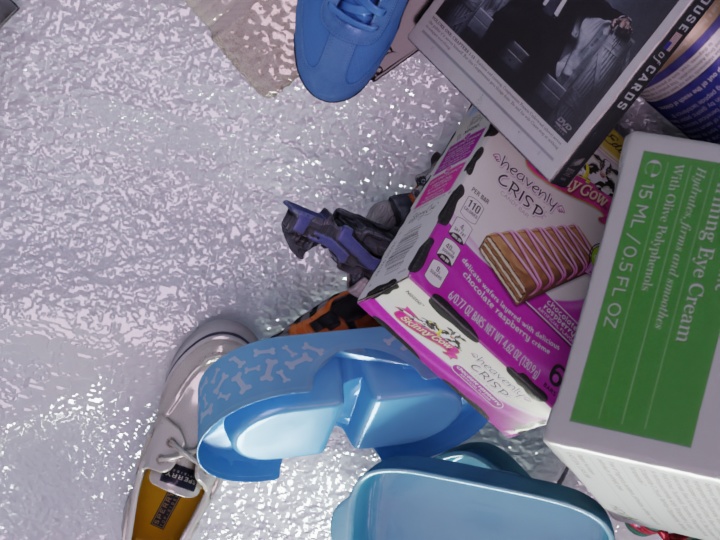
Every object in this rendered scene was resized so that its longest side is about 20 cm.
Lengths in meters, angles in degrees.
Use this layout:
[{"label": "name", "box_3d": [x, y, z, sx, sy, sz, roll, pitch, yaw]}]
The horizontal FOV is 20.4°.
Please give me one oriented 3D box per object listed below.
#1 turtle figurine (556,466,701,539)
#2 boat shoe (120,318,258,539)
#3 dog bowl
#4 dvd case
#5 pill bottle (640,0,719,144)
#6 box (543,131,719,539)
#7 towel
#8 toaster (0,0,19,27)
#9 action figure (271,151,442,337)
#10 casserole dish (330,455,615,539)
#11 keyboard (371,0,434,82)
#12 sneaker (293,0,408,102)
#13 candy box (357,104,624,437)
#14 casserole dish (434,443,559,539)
[{"label": "turtle figurine", "box_3d": [0.218, 0.124, 1.368, 0.150, 0.101, 0.200, 44, 114, 27]}, {"label": "boat shoe", "box_3d": [-0.121, 0.130, 1.392, 0.071, 0.070, 0.200, 23, 114, -9]}, {"label": "dog bowl", "box_3d": [-0.012, 0.082, 1.282, 0.199, 0.050, 0.112, -5, 147, -18]}, {"label": "dvd case", "box_3d": [0.134, -0.172, 1.194, 0.025, 0.150, 0.200, 13, 119, -52]}, {"label": "pill bottle", "box_3d": [0.256, -0.113, 1.242, 0.200, 0.116, 0.116, 39, 110, -14]}, {"label": "box", "box_3d": [0.232, 0.053, 1.197, 0.171, 0.200, 0.200, 11, 75, 23]}, {"label": "towel", "box_3d": [-0.027, -0.211, 1.242, 0.200, 0.034, 0.133, -38, 100, 17]}, {"label": "toaster", "box_3d": [-0.342, -0.157, 1.240, 0.181, 0.119, 0.200, -41, 107, 17]}, {"label": "action figure", "box_3d": [0.000, 0.000, 1.315, 0.200, 0.105, 0.194, 30, 108, -34]}, {"label": "casserole dish", "box_3d": [0.081, 0.178, 1.311, 0.199, 0.039, 0.122, 11, 123, 12]}, {"label": "keyboard", "box_3d": [0.079, -0.188, 1.266, 0.200, 0.021, 0.127, -34, 103, 17]}, {"label": "sneaker", "box_3d": [0.007, -0.187, 1.189, 0.066, 0.078, 0.201, 23, 111, -5]}, {"label": "candy box", "box_3d": [0.101, -0.017, 1.249, 0.136, 0.200, 0.061, 41, 144, -17]}, {"label": "casserole dish", "box_3d": [0.066, 0.189, 1.392, 0.121, 0.039, 0.200, 47, 130, -3]}]
